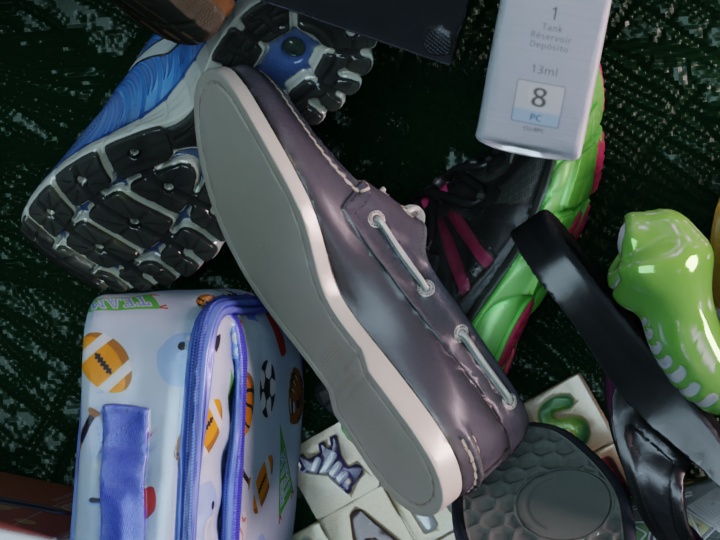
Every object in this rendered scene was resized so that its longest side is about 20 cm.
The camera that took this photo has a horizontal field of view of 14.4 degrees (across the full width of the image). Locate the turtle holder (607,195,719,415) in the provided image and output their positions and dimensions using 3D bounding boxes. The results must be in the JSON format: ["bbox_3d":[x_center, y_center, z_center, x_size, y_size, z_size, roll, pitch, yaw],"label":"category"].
[{"bbox_3d":[0.191,-0.002,1.146,0.185,0.141,0.132,-12,91,3],"label":"turtle holder"}]

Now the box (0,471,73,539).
[{"bbox_3d":[-0.212,0.136,1.206,0.199,0.152,0.107,11,93,7],"label":"box"}]

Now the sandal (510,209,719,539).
[{"bbox_3d":[0.117,0.065,1.155,0.048,0.075,0.201,-37,98,8],"label":"sandal"}]

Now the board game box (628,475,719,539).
[{"bbox_3d":[0.174,0.134,1.208,0.199,0.023,0.105,-14,87,9],"label":"board game box"}]

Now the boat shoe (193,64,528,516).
[{"bbox_3d":[0.000,0.000,1.155,0.063,0.073,0.201,-28,86,-27],"label":"boat shoe"}]

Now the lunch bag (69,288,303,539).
[{"bbox_3d":[-0.074,0.108,1.175,0.075,0.160,0.201,2,90,11],"label":"lunch bag"}]

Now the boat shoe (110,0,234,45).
[{"bbox_3d":[-0.099,-0.154,1.172,0.076,0.200,0.074,39,89,-35],"label":"boat shoe"}]

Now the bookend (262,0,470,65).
[{"bbox_3d":[0.041,-0.216,1.158,0.092,0.199,0.201,20,115,7],"label":"bookend"}]

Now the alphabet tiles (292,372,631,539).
[{"bbox_3d":[0.056,0.143,1.240,0.166,0.006,0.201,-29,88,8],"label":"alphabet tiles"}]

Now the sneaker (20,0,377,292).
[{"bbox_3d":[-0.068,-0.069,1.224,0.078,0.089,0.200,40,116,-23],"label":"sneaker"}]

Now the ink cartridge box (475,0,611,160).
[{"bbox_3d":[0.088,-0.168,1.111,0.047,0.160,0.201,10,124,4],"label":"ink cartridge box"}]

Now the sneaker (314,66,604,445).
[{"bbox_3d":[0.043,-0.012,1.202,0.084,0.077,0.201,28,90,9],"label":"sneaker"}]

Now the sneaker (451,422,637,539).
[{"bbox_3d":[0.096,0.173,1.174,0.077,0.147,0.203,-19,47,-8],"label":"sneaker"}]
